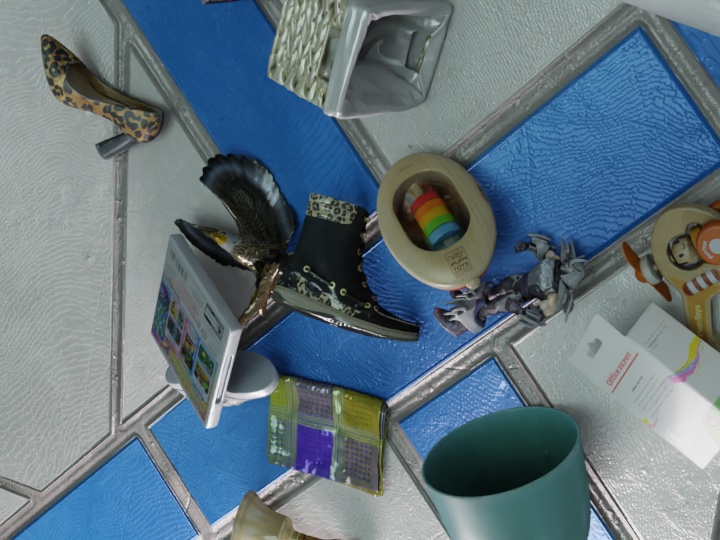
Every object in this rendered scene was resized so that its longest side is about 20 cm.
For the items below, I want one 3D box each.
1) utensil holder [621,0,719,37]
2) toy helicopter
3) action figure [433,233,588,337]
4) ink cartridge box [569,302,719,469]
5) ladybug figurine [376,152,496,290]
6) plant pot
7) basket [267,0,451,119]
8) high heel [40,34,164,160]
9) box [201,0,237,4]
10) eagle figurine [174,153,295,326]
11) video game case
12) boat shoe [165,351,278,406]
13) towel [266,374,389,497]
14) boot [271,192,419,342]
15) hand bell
[{"bbox_3d":[0.315,-0.351,1.253,0.198,0.169,0.172,26,115,20],"label":"utensil holder"},{"bbox_3d":[0.370,0.020,1.376,0.130,0.079,0.203,-2,114,24],"label":"toy helicopter"},{"bbox_3d":[0.188,0.024,1.457,0.198,0.131,0.070,-24,119,36],"label":"action figure"},{"bbox_3d":[0.347,0.119,1.390,0.199,0.067,0.118,39,149,15],"label":"ink cartridge box"},{"bbox_3d":[0.096,-0.052,1.483,0.134,0.072,0.202,-26,59,3],"label":"ladybug figurine"},{"bbox_3d":[0.191,0.287,1.483,0.198,0.201,0.163,-8,112,31],"label":"plant pot"},{"bbox_3d":[-0.003,-0.270,1.440,0.122,0.199,0.137,29,116,25],"label":"basket"},{"bbox_3d":[-0.360,-0.263,1.712,0.141,0.071,0.202,-19,109,38],"label":"high heel"},{"bbox_3d":[-0.131,-0.442,1.514,0.199,0.114,0.134,-29,88,32],"label":"box"},{"bbox_3d":[-0.157,-0.041,1.648,0.150,0.152,0.201,-27,52,-6],"label":"eagle figurine"},{"bbox_3d":[-0.229,0.082,1.672,0.201,0.023,0.184,52,138,37],"label":"video game case"},{"bbox_3d":[-0.188,0.159,1.739,0.198,0.074,0.066,5,143,38],"label":"boat shoe"},{"bbox_3d":[-0.048,0.227,1.697,0.197,0.023,0.146,14,110,26],"label":"towel"},{"bbox_3d":[0.000,0.000,1.572,0.201,0.073,0.156,18,83,-10],"label":"boot"},{"bbox_3d":[-0.076,0.386,1.732,0.197,0.104,0.106,10,108,15],"label":"hand bell"}]
